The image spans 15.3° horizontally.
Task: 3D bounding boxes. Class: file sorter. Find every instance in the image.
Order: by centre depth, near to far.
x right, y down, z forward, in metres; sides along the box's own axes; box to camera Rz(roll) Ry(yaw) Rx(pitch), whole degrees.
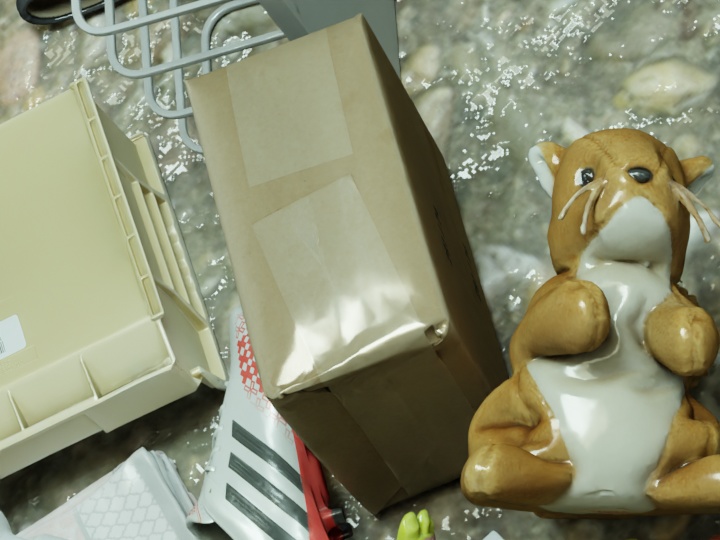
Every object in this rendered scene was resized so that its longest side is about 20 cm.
[{"bbox_3d":[-0.069,-0.153,1.502,0.124,0.200,0.139,-14,61,16],"label":"file sorter"}]

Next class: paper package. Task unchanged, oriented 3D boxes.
[{"bbox_3d":[0.000,0.000,1.406,0.103,0.191,0.200,-20,61,8],"label":"paper package"}]

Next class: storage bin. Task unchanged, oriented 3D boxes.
[{"bbox_3d":[-0.199,0.025,1.528,0.200,0.094,0.199,-25,60,8],"label":"storage bin"}]

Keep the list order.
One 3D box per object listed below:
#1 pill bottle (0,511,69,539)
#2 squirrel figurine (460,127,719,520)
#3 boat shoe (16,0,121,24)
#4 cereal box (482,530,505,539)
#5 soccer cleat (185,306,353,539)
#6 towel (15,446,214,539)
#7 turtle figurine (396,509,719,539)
[{"bbox_3d":[-0.252,0.166,1.410,0.199,0.116,0.116,13,70,8],"label":"pill bottle"},{"bbox_3d":[0.122,0.028,1.338,0.141,0.200,0.187,1,81,2],"label":"squirrel figurine"},{"bbox_3d":[-0.124,-0.202,1.620,0.199,0.074,0.061,-15,61,17],"label":"boat shoe"},{"bbox_3d":[0.045,0.249,1.356,0.200,0.040,0.144,-44,57,-3],"label":"cereal box"},{"bbox_3d":[-0.058,0.106,1.442,0.085,0.069,0.200,-18,58,1],"label":"soccer cleat"},{"bbox_3d":[-0.143,0.218,1.449,0.191,0.032,0.200,-36,58,2],"label":"towel"},{"bbox_3d":[0.078,0.175,1.321,0.161,0.065,0.200,23,47,32],"label":"turtle figurine"}]
